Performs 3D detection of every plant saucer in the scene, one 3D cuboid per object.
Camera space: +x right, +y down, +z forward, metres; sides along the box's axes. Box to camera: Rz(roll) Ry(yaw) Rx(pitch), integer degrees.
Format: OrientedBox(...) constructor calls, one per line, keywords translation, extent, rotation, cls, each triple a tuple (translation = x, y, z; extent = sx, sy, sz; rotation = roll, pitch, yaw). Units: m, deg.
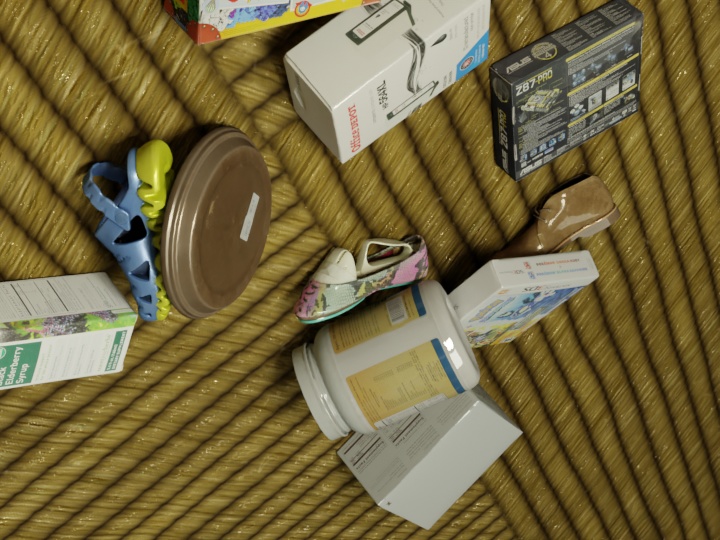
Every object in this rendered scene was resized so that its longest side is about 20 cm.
OrientedBox(translation=(-0.141, -0.046, 1.387), extent=(0.200, 0.029, 0.201), rotation=(12, 90, -69), cls="plant saucer")

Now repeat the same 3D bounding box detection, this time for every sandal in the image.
OrientedBox(translation=(-0.225, -0.039, 1.352), extent=(0.086, 0.080, 0.201), rotation=(0, 120, 5), cls="sandal")

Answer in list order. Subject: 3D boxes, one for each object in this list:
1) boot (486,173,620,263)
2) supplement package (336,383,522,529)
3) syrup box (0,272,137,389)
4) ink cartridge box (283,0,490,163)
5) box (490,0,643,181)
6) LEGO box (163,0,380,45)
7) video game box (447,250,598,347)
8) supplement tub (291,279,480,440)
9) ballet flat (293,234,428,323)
OrientedBox(translation=(0.242, -0.059, 1.793), extent=(0.199, 0.074, 0.076), rotation=(-31, 112, -6), cls="boot")
OrientedBox(translation=(0.099, 0.241, 1.900), extent=(0.200, 0.111, 0.156), rotation=(-46, 143, 5), cls="supplement package")
OrientedBox(translation=(-0.335, 0.062, 1.361), extent=(0.199, 0.081, 0.079), rotation=(-7, 131, -39), cls="syrup box")
OrientedBox(translation=(0.029, -0.217, 1.380), extent=(0.200, 0.084, 0.146), rotation=(-38, 164, -7), cls="ink cartridge box")
OrientedBox(translation=(0.251, -0.217, 1.642), extent=(0.199, 0.049, 0.162), rotation=(-30, 143, -16), cls="box")
OrientedBox(translation=(-0.076, -0.307, 1.238), extent=(0.199, 0.077, 0.150), rotation=(-19, 137, -27), cls="LEGO box")
OrientedBox(translation=(0.184, 0.043, 1.776), extent=(0.181, 0.047, 0.200), rotation=(-3, 154, -37), cls="video game box")
OrientedBox(translation=(0.031, 0.112, 1.658), extent=(0.199, 0.145, 0.145), rotation=(-24, 143, 7), cls="supplement tub")
OrientedBox(translation=(0.000, 0.000, 1.624), extent=(0.199, 0.069, 0.072), rotation=(-20, 120, -33), cls="ballet flat")
